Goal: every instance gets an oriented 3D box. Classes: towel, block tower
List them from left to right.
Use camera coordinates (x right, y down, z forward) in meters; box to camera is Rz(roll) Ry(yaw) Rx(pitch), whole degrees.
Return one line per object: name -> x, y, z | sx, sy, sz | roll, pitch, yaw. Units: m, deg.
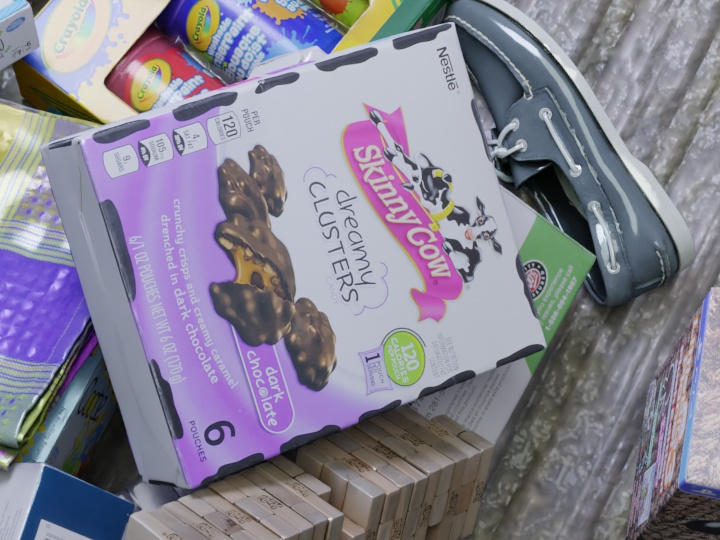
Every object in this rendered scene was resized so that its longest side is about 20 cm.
towel -> -0.183, -0.004, 1.138 | 0.143, 0.023, 0.200 | 18, 55, 17
block tower -> -0.023, 0.121, 1.088 | 0.054, 0.058, 0.199 | 29, 30, 34

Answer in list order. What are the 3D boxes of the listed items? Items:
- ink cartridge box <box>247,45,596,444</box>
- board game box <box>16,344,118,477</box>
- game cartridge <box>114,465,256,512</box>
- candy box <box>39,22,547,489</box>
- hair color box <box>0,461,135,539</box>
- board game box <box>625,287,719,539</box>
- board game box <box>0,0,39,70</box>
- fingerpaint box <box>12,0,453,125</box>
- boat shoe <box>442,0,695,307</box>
ink cartridge box -> 0.000, 0.000, 1.199 | 0.200, 0.084, 0.147 | 36, 75, -19
board game box -> -0.229, 0.035, 1.212 | 0.199, 0.105, 0.103 | 26, 74, 6
game cartridge -> -0.065, 0.193, 1.209 | 0.129, 0.038, 0.200 | -36, 78, -7
candy box -> -0.030, -0.010, 1.100 | 0.199, 0.071, 0.169 | -20, 97, -23
hair color box -> -0.201, 0.148, 1.137 | 0.060, 0.199, 0.100 | 29, 70, -35
board game box -> 0.229, 0.095, 1.161 | 0.159, 0.200, 0.097 | 10, 73, 2
board game box -> -0.283, -0.152, 1.235 | 0.134, 0.034, 0.200 | -34, 58, -20
fingerpaint box -> -0.068, -0.135, 1.285 | 0.167, 0.073, 0.200 | 38, 75, 9
boat shoe -> 0.102, -0.068, 1.273 | 0.062, 0.073, 0.200 | -36, 83, -15
